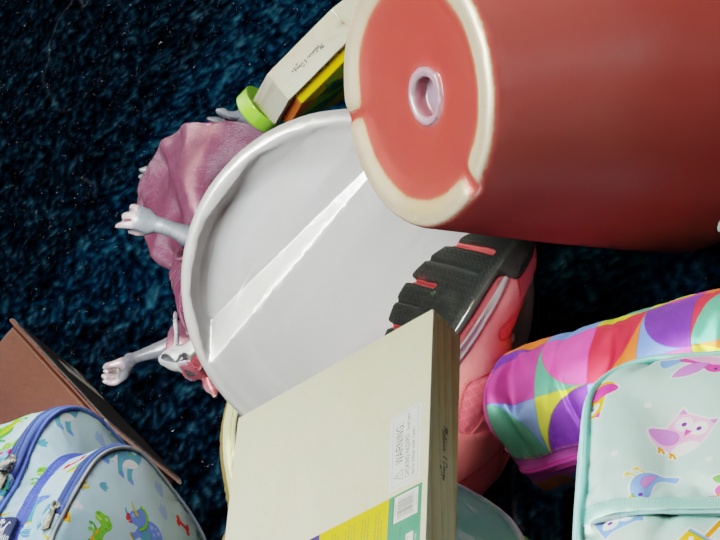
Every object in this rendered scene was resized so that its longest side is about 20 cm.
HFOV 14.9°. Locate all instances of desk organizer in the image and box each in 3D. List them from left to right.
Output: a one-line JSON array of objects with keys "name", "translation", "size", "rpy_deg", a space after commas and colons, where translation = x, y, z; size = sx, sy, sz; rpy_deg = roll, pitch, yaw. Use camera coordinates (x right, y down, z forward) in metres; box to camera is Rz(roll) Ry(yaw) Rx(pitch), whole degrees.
[{"name": "desk organizer", "translation": [-0.199, 0.111, 1.805], "size": [0.077, 0.072, 0.200], "rpy_deg": [-49, 30, -2]}]

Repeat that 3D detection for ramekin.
[{"name": "ramekin", "translation": [0.000, 0.000, 1.575], "size": [0.202, 0.203, 0.094], "rpy_deg": [-39, 10, 11]}]

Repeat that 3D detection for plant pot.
[{"name": "plant pot", "translation": [0.100, -0.100, 1.445], "size": [0.200, 0.176, 0.202], "rpy_deg": [17, 111, 55]}]

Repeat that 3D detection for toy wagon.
[{"name": "toy wagon", "translation": [0.004, -0.158, 1.805], "size": [0.155, 0.040, 0.200], "rpy_deg": [-43, -5, 24]}]

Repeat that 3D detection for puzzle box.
[{"name": "puzzle box", "translation": [-0.011, 0.122, 1.340], "size": [0.133, 0.025, 0.201], "rpy_deg": [-29, 35, 27]}]

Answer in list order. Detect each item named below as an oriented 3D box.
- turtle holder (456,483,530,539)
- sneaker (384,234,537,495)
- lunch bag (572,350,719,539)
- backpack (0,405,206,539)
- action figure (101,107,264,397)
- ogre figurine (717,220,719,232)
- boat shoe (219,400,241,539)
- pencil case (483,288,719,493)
[{"name": "turtle holder", "translation": [0.020, 0.186, 1.380], "size": [0.140, 0.132, 0.186], "rpy_deg": [-18, 40, 37]}, {"name": "sneaker", "translation": [0.052, 0.070, 1.508], "size": [0.201, 0.086, 0.074], "rpy_deg": [-62, 30, 0]}, {"name": "lunch bag", "translation": [0.196, 0.107, 1.241], "size": [0.198, 0.077, 0.161], "rpy_deg": [-3, 36, 13]}, {"name": "backpack", "translation": [-0.170, 0.180, 1.582], "size": [0.146, 0.184, 0.201], "rpy_deg": [-19, 31, 24]}, {"name": "action figure", "translation": [-0.096, 0.002, 1.814], "size": [0.134, 0.148, 0.201], "rpy_deg": [108, 159, -49]}, {"name": "ogre figurine", "translation": [0.254, -0.016, 1.307], "size": [0.120, 0.199, 0.098], "rpy_deg": [-50, 13, 30]}, {"name": "boat shoe", "translation": [-0.040, 0.134, 1.588], "size": [0.065, 0.073, 0.201], "rpy_deg": [-23, 46, 25]}, {"name": "pencil case", "translation": [0.158, 0.058, 1.414], "size": [0.199, 0.088, 0.089], "rpy_deg": [-19, 39, 41]}]
